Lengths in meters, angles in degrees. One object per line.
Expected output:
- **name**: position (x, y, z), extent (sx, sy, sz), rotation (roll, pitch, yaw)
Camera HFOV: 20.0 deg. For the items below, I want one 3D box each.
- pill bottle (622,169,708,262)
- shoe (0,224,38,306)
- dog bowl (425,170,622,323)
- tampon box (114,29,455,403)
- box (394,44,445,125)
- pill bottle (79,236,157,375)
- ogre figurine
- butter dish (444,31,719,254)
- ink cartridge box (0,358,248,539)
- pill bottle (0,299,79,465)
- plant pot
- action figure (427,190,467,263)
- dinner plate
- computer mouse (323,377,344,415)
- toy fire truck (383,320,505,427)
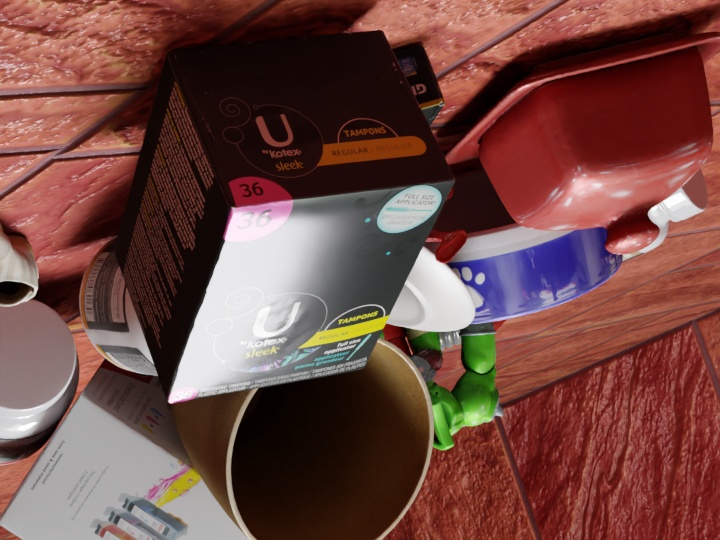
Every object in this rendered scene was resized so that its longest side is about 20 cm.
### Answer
- **pill bottle**: position (0.219, -0.056, 1.916), extent (0.199, 0.112, 0.111), rotation (-24, 169, 28)
- **shoe**: position (-0.272, 0.004, 1.482), extent (0.069, 0.054, 0.200), rotation (-18, 170, -3)
- **dog bowl**: position (0.123, -0.027, 1.761), extent (0.199, 0.079, 0.200), rotation (-14, -164, 4)
- **tampon box**: position (-0.054, -0.033, 1.283), extent (0.149, 0.127, 0.201), rotation (-9, 147, -25)
- **box**: position (-0.054, -0.087, 1.425), extent (0.199, 0.050, 0.160), rotation (-16, 168, -15)
- **pill bottle**: position (-0.134, 0.023, 1.542), extent (0.116, 0.117, 0.200), rotation (-15, -175, -23)
- **ogre figurine**: position (0.041, 0.100, 1.785), extent (0.199, 0.121, 0.098), rotation (-24, -177, -35)
- **butter dish**: position (0.192, -0.085, 1.606), extent (0.198, 0.149, 0.200), rotation (-16, 169, -21)
- **ink cartridge box**: position (-0.177, 0.191, 1.752), extent (0.145, 0.199, 0.145), rotation (-54, -175, 15)
- **pill bottle**: position (-0.300, 0.092, 1.733), extent (0.115, 0.117, 0.200), rotation (-15, 169, -19)
- **plant pot**: position (-0.070, 0.114, 1.640), extent (0.185, 0.188, 0.200), rotation (-14, -159, -28)
- **action figure**: position (-0.009, -0.038, 1.537), extent (0.052, 0.066, 0.199), rotation (-38, -154, -32)
- **dinner plate**: position (0.000, 0.000, 1.662), extent (0.024, 0.199, 0.200), rotation (-59, -176, -20)
- **computer mouse**: position (-0.008, 0.134, 1.721), extent (0.058, 0.202, 0.034), rotation (5, 172, -41)
- **toy fire truck**: position (0.079, 0.060, 2.019), extent (0.175, 0.201, 0.129), rotation (-17, 170, -11)
